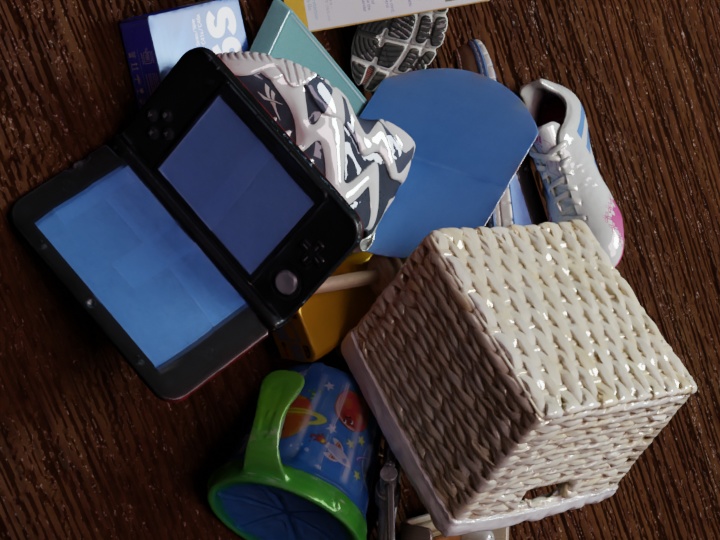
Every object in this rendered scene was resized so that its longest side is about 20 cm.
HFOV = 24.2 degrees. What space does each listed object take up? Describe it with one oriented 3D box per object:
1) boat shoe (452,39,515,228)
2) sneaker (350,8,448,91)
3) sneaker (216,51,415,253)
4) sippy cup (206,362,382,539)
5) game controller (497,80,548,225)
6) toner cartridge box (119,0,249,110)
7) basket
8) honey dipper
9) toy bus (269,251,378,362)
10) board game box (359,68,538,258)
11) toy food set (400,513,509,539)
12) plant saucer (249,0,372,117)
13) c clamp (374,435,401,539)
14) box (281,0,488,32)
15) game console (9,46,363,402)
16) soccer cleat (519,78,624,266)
[{"bbox_3d":[0.092,-0.112,1.494,0.072,0.072,0.202,75,9,-68],"label":"boat shoe"},{"bbox_3d":[0.044,-0.254,1.493,0.076,0.085,0.201,19,97,-13],"label":"sneaker"},{"bbox_3d":[-0.054,-0.081,1.335,0.198,0.079,0.131,29,67,-35],"label":"sneaker"},{"bbox_3d":[-0.042,0.153,1.389,0.139,0.178,0.131,28,57,-7],"label":"sippy cup"},{"bbox_3d":[0.119,-0.077,1.581,0.104,0.042,0.201,-33,111,-36],"label":"game controller"},{"bbox_3d":[-0.125,-0.114,1.363,0.095,0.043,0.202,-22,104,-39],"label":"toner cartridge box"},{"bbox_3d":[0.126,0.078,1.358,0.197,0.161,0.201,-5,52,-38],"label":"basket"},{"bbox_3d":[-0.032,0.014,1.355,0.199,0.038,0.038,-11,98,-29],"label":"honey dipper"},{"bbox_3d":[0.000,0.000,1.449,0.200,0.078,0.066,-35,113,-33],"label":"toy bus"},{"bbox_3d":[0.058,-0.082,1.429,0.201,0.157,0.039,-59,152,-24],"label":"board game box"},{"bbox_3d":[0.089,0.291,1.510,0.200,0.060,0.145,4,88,-64],"label":"toy food set"},{"bbox_3d":[-0.030,-0.145,1.433,0.200,0.019,0.070,47,61,-49],"label":"plant saucer"},{"bbox_3d":[0.021,0.195,1.418,0.200,0.027,0.172,90,3,-60],"label":"c clamp"},{"bbox_3d":[0.025,-0.274,1.423,0.198,0.041,0.120,-10,99,-3],"label":"box"},{"bbox_3d":[-0.130,-0.037,1.257,0.200,0.172,0.119,48,29,8],"label":"game console"},{"bbox_3d":[0.191,-0.091,1.593,0.086,0.070,0.201,27,43,-53],"label":"soccer cleat"}]
